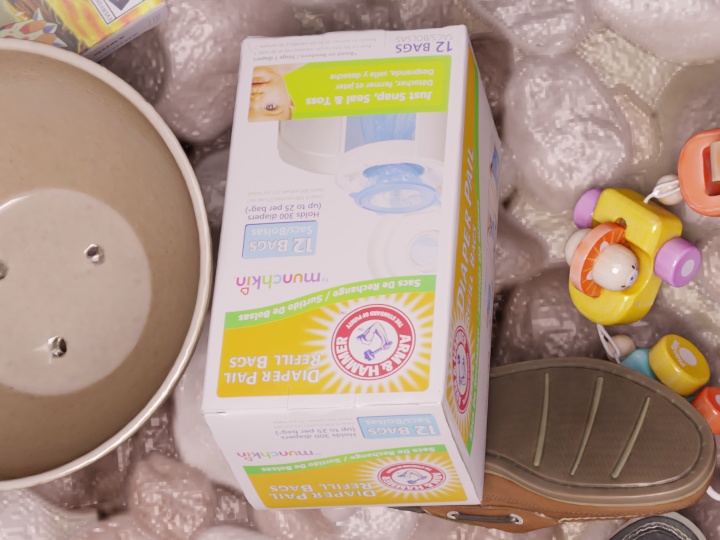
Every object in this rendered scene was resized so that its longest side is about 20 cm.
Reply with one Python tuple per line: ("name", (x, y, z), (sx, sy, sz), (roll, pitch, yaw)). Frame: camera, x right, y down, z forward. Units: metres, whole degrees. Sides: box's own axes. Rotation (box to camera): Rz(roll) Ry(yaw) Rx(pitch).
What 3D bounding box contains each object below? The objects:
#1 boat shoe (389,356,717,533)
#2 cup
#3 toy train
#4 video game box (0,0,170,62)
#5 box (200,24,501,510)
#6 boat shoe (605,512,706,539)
("boat shoe", (0.078, 0.085, 1.278), (0.200, 0.068, 0.072), (7, 58, 29))
("cup", (-0.157, 0.004, 1.261), (0.200, 0.143, 0.201), (-1, 84, 6))
("toy train", (0.153, 0.017, 1.285), (0.056, 0.150, 0.200), (1, 89, -47))
("video game box", (-0.222, -0.159, 1.326), (0.182, 0.047, 0.200), (-34, 88, -2))
("box", (0.000, 0.000, 1.247), (0.112, 0.101, 0.200), (-2, 60, 13))
("boat shoe", (0.105, 0.205, 1.294), (0.072, 0.068, 0.200), (33, 92, 4))
